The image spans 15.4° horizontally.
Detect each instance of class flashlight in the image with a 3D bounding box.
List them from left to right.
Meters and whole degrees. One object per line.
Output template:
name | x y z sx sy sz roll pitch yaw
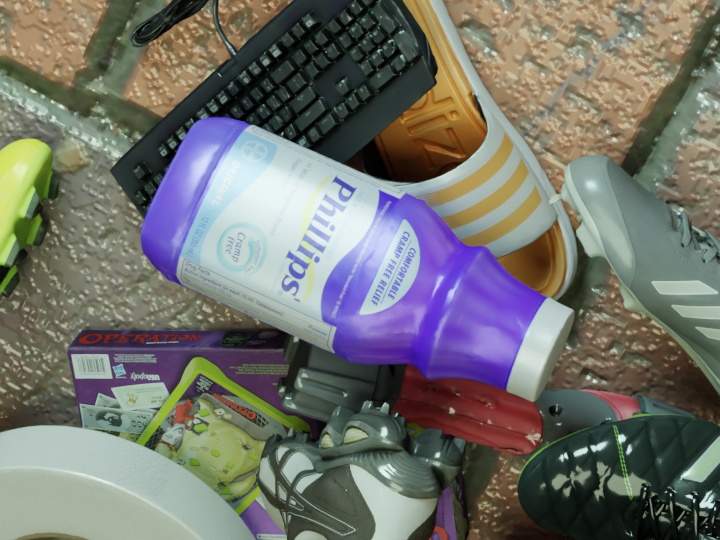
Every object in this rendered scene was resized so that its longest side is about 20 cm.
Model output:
flashlight | 0.062 0.072 1.297 0.200 0.068 0.068 17 148 -12

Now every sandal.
sandal | 0.029 -0.060 1.277 0.079 0.059 0.207 -23 106 25

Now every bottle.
bottle | 0.000 0.000 1.243 0.200 0.065 0.084 25 81 10

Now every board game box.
board game box | -0.048 0.089 1.387 0.200 0.032 0.120 1 111 16

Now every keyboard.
keyboard | -0.057 -0.093 1.287 0.200 0.021 0.127 -38 82 37

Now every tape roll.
tape roll | -0.143 0.169 1.424 0.203 0.037 0.203 9 129 12

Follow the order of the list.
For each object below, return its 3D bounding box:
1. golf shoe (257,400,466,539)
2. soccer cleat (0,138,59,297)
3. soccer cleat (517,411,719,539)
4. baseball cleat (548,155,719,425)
golf shoe | -0.014 0.125 1.280 0.078 0.095 0.200 18 163 -8
soccer cleat | -0.226 0.003 1.379 0.084 0.065 0.200 36 119 0
soccer cleat | 0.174 0.112 1.237 0.200 0.081 0.068 4 124 -3
baseball cleat | 0.184 0.006 1.266 0.106 0.070 0.200 -33 112 21
